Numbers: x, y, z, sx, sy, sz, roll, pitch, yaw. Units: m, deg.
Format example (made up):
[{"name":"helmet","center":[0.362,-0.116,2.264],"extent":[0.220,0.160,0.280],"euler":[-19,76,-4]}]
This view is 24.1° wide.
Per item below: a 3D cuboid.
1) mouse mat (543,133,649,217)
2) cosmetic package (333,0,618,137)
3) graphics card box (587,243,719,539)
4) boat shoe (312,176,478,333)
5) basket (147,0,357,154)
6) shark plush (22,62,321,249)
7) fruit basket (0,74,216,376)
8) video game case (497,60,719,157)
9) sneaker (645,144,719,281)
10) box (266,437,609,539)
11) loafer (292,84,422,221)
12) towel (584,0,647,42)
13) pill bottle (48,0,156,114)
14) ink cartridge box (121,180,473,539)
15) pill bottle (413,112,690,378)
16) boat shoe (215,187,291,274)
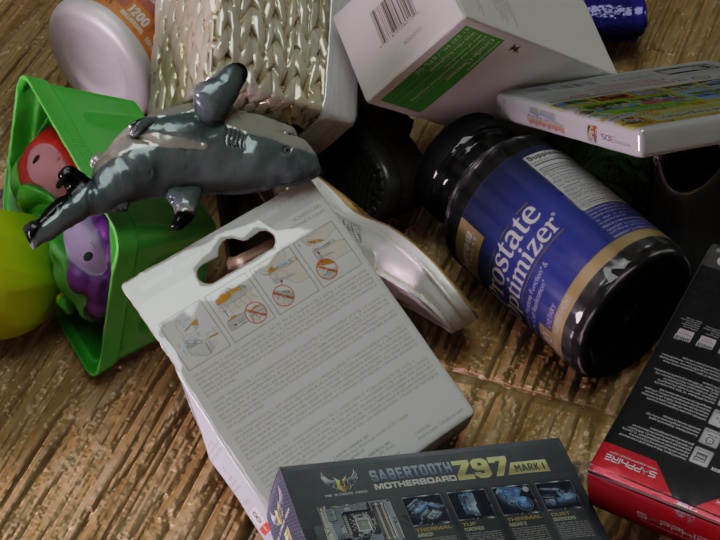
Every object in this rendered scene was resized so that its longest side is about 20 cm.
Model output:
[{"name":"mouse mat","center":[0.207,-0.071,1.313],"extent":[0.160,0.008,0.200],"euler":[22,51,22]},{"name":"cosmetic package","center":[0.089,-0.168,1.264],"extent":[0.199,0.107,0.086],"euler":[10,50,-47]},{"name":"graphics card box","center":[0.239,0.084,1.062],"extent":[0.124,0.051,0.201],"euler":[19,57,23]},{"name":"boat shoe","center":[0.000,0.000,1.221],"extent":[0.069,0.071,0.199],"euler":[-48,52,-10]},{"name":"basket","center":[-0.083,-0.191,1.291],"extent":[0.122,0.135,0.203],"euler":[11,67,-27]},{"name":"shark plush","center":[-0.125,-0.066,1.110],"extent":[0.198,0.091,0.084],"euler":[-19,67,-35]},{"name":"fruit basket","center":[-0.230,-0.024,1.211],"extent":[0.213,0.157,0.217],"euler":[11,37,-8]},{"name":"video game case","center":[0.227,-0.118,1.208],"extent":[0.198,0.023,0.182],"euler":[-11,18,-25]},{"name":"sneaker","center":[0.252,-0.088,1.248],"extent":[0.074,0.107,0.201],"euler":[6,47,9]},{"name":"box","center":[0.058,0.183,1.021],"extent":[0.198,0.051,0.159],"euler":[-3,45,-22]},{"name":"loafer","center":[0.002,-0.105,1.324],"extent":[0.071,0.073,0.201],"euler":[2,41,-30]},{"name":"towel","center":[0.141,-0.236,1.449],"extent":[0.197,0.050,0.149],"euler":[-2,39,2]},{"name":"pill bottle","center":[-0.156,-0.225,1.406],"extent":[0.111,0.113,0.200],"euler":[26,54,25]},{"name":"ink cartridge box","center":[-0.045,0.062,1.121],"extent":[0.161,0.050,0.201],"euler":[-31,76,-24]},{"name":"pill bottle","center":[0.130,-0.025,1.201],"extent":[0.111,0.113,0.200],"euler":[-29,51,-23]},{"name":"boat shoe","center":[-0.067,0.004,1.178],"extent":[0.072,0.072,0.202],"euler":[-23,64,27]}]
